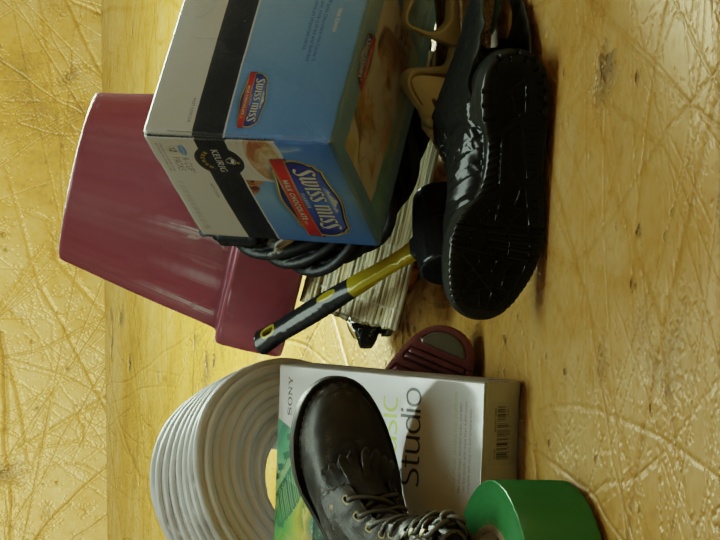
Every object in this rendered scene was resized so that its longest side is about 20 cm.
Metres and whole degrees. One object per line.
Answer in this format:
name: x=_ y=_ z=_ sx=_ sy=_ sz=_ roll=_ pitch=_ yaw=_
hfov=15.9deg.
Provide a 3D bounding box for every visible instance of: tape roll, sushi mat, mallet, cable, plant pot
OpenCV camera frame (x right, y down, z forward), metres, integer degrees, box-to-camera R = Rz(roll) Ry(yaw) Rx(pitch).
tape roll: x=0.096 y=0.221 z=1.492 sx=0.200 sy=0.048 sz=0.201 roll=-178 pitch=90 yaw=-78
sushi mat: x=0.013 y=-0.062 z=1.808 sx=0.096 sy=0.012 sz=0.200 roll=14 pitch=92 yaw=39
mallet: x=0.000 y=0.000 z=1.776 sx=0.200 sy=0.041 sz=0.066 roll=-24 pitch=51 yaw=38
cable: x=-0.048 y=0.160 z=1.814 sx=0.069 sy=0.200 sz=0.200 roll=-34 pitch=69 yaw=47
cable: x=-0.026 y=-0.097 z=1.773 sx=0.051 sy=0.163 sz=0.200 roll=43 pitch=-117 yaw=-53
plant pot: x=-0.123 y=-0.050 z=1.911 sx=0.200 sy=0.179 sz=0.200 roll=-168 pitch=90 yaw=-87

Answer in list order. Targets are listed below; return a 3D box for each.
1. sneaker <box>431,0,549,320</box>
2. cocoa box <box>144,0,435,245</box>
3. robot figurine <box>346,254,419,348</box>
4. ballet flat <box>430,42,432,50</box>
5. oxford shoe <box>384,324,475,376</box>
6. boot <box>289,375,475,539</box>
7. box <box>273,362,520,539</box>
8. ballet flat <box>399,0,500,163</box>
sneaker: x=0.078 y=-0.074 z=1.602 sx=0.104 sy=0.060 sz=0.200 roll=-151 pitch=69 yaw=-75
cocoa box: x=-0.040 y=-0.135 z=1.694 sx=0.133 sy=0.131 sz=0.200 roll=64 pitch=-145 yaw=-56
robot figurine: x=0.004 y=-0.024 z=1.926 sx=0.200 sy=0.058 sz=0.145 roll=131 pitch=140 yaw=-70
ballet flat: x=0.022 y=-0.185 z=1.831 sx=0.057 sy=0.066 sz=0.200 roll=-59 pitch=-12 yaw=-49
oxford shoe: x=0.034 y=0.126 z=1.749 sx=0.075 sy=0.070 sz=0.200 roll=-13 pitch=-53 yaw=-65
boot: x=0.027 y=0.156 z=1.548 sx=0.174 sy=0.069 sz=0.200 roll=162 pitch=95 yaw=-70
box: x=0.020 y=0.136 z=1.671 sx=0.200 sy=0.036 sz=0.144 roll=2 pitch=90 yaw=49
ballet flat: x=0.057 y=-0.144 z=1.681 sx=0.071 sy=0.065 sz=0.200 roll=-179 pitch=90 yaw=-74
